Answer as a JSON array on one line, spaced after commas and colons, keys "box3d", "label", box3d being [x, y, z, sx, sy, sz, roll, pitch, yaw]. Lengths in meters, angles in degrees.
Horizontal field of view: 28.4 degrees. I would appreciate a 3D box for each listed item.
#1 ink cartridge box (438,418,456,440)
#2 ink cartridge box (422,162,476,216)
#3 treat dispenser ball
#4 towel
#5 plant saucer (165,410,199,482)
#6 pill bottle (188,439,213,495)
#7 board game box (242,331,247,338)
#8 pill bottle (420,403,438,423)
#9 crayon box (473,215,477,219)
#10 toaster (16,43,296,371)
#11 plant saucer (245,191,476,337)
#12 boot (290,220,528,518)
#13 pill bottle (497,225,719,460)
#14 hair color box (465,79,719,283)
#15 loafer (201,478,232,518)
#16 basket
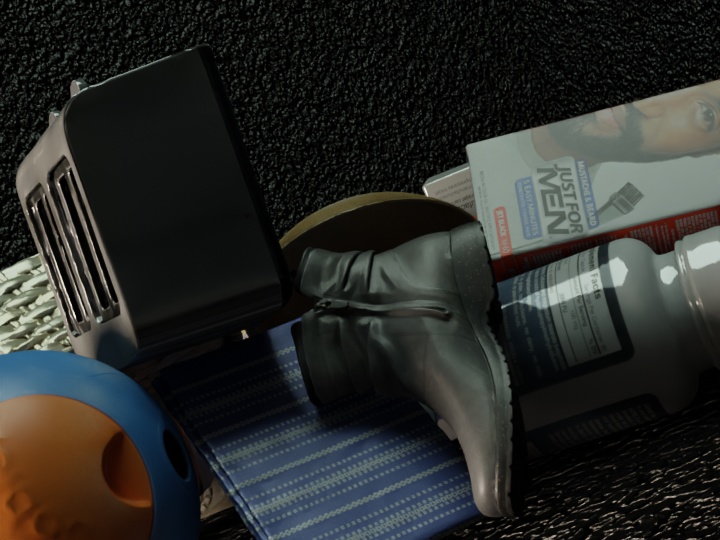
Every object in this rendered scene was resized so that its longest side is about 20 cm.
[{"box3d": [0.070, 0.084, 1.141, 0.199, 0.094, 0.044, -23, -35, 1], "label": "ink cartridge box"}, {"box3d": [0.164, -0.021, 1.418, 0.146, 0.201, 0.083, -22, 6, 8], "label": "ink cartridge box"}, {"box3d": [-0.197, 0.150, 0.866, 0.200, 0.202, 0.201, -22, 3, 1], "label": "treat dispenser ball"}, {"box3d": [-0.026, 0.108, 0.884, 0.144, 0.200, 0.024, -20, -42, -25], "label": "towel"}, {"box3d": [-0.214, 0.159, 1.007, 0.199, 0.201, 0.032, -22, 34, -3], "label": "plant saucer"}, {"box3d": [-0.189, 0.160, 1.146, 0.200, 0.113, 0.112, -38, 9, -23], "label": "pill bottle"}, {"box3d": [-0.043, 0.081, 1.377, 0.152, 0.040, 0.200, -34, -29, -10], "label": "board game box"}, {"box3d": [0.001, 0.095, 1.007, 0.112, 0.113, 0.200, -21, 20, 17], "label": "pill bottle"}, {"box3d": [0.193, -0.056, 1.108, 0.199, 0.051, 0.127, -28, 13, 0], "label": "crayon box"}, {"box3d": [-0.137, -0.026, 0.935, 0.118, 0.201, 0.181, -20, 0, -24], "label": "toaster"}, {"box3d": [0.000, 0.000, 1.104, 0.199, 0.036, 0.201, -15, -35, -10], "label": "plant saucer"}, {"box3d": [0.029, 0.069, 0.874, 0.131, 0.201, 0.070, -12, -35, 7], "label": "boot"}, {"box3d": [0.158, 0.047, 0.940, 0.199, 0.120, 0.120, -20, 3, 18], "label": "pill bottle"}, {"box3d": [0.181, -0.055, 1.000, 0.198, 0.112, 0.064, -14, -38, 10], "label": "hair color box"}, {"box3d": [-0.121, 0.173, 1.253, 0.199, 0.076, 0.068, -10, 6, 27], "label": "loafer"}, {"box3d": [-0.198, 0.053, 1.083, 0.199, 0.124, 0.135, -28, 45, -30], "label": "basket"}]
